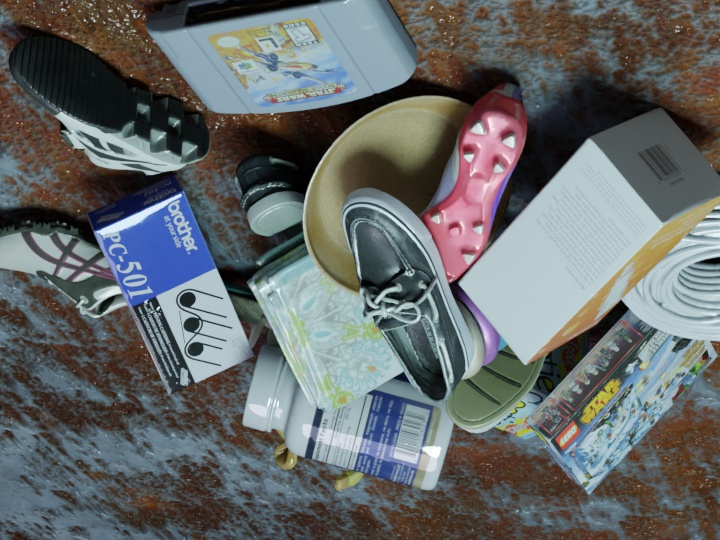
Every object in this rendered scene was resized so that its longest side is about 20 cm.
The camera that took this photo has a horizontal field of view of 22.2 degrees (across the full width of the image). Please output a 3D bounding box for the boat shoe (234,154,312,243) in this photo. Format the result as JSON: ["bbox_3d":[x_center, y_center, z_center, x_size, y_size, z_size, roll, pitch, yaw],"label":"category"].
[{"bbox_3d":[-0.057,-0.061,1.704,0.075,0.061,0.200,-26,162,8],"label":"boat shoe"}]

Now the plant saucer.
[{"bbox_3d":[0.037,-0.069,1.616,0.199,0.035,0.201,-11,123,-18],"label":"plant saucer"}]

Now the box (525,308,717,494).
[{"bbox_3d":[0.265,0.117,1.845,0.040,0.200,0.137,40,172,37],"label":"box"}]

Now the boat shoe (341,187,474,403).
[{"bbox_3d":[0.034,0.025,1.579,0.073,0.068,0.200,-7,121,29],"label":"boat shoe"}]

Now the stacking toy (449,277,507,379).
[{"bbox_3d":[0.145,0.021,1.708,0.199,0.086,0.085,-30,168,-31],"label":"stacking toy"}]

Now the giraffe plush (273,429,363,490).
[{"bbox_3d":[-0.047,0.136,1.962,0.162,0.172,0.201,-3,124,57],"label":"giraffe plush"}]

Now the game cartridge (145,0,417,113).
[{"bbox_3d":[-0.061,-0.183,1.519,0.199,0.042,0.133,-7,144,23],"label":"game cartridge"}]

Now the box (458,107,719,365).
[{"bbox_3d":[0.199,-0.029,1.573,0.124,0.098,0.200,-24,161,-48],"label":"box"}]

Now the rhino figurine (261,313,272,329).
[{"bbox_3d":[0.000,0.000,1.759,0.199,0.060,0.087,-18,169,-15],"label":"rhino figurine"}]

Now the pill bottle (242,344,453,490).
[{"bbox_3d":[-0.010,0.137,1.797,0.199,0.112,0.111,15,151,1],"label":"pill bottle"}]

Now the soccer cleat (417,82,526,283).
[{"bbox_3d":[0.093,-0.070,1.582,0.066,0.077,0.201,24,128,2],"label":"soccer cleat"}]

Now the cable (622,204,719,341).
[{"bbox_3d":[0.332,-0.007,1.703,0.198,0.070,0.200,-2,146,8],"label":"cable"}]

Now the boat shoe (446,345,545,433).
[{"bbox_3d":[0.147,0.078,1.776,0.074,0.200,0.068,31,159,12],"label":"boat shoe"}]

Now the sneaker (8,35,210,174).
[{"bbox_3d":[-0.235,-0.131,1.605,0.199,0.075,0.088,29,142,-34],"label":"sneaker"}]

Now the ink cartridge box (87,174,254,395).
[{"bbox_3d":[-0.182,0.015,1.769,0.094,0.044,0.201,-25,121,-6],"label":"ink cartridge box"}]

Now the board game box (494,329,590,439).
[{"bbox_3d":[0.126,0.083,1.881,0.199,0.104,0.105,23,147,-26],"label":"board game box"}]

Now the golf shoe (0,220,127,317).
[{"bbox_3d":[-0.284,-0.001,1.823,0.199,0.089,0.077,4,168,9],"label":"golf shoe"}]

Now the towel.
[{"bbox_3d":[0.009,0.021,1.703,0.199,0.048,0.172,-30,123,-10],"label":"towel"}]

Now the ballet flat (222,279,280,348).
[{"bbox_3d":[-0.092,0.053,1.857,0.199,0.063,0.067,13,-177,36],"label":"ballet flat"}]
